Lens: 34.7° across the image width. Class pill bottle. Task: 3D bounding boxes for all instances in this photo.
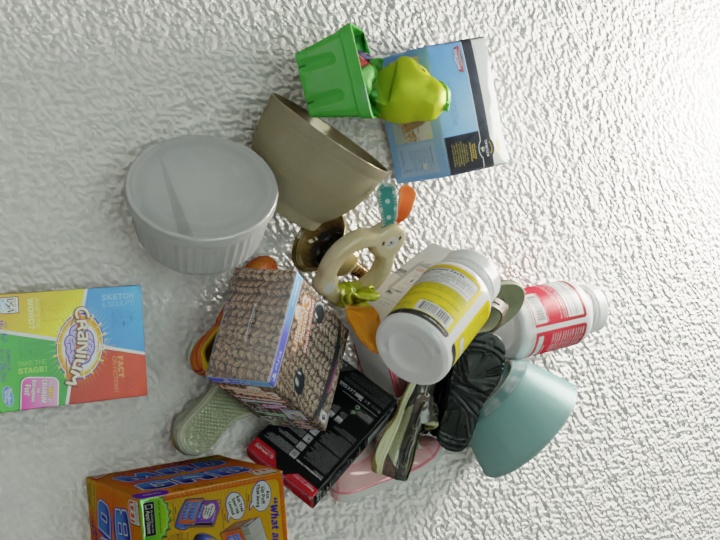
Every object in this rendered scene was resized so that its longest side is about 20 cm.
[{"bbox_3d":[0.115,0.060,1.617,0.200,0.114,0.114,-46,113,-45],"label":"pill bottle"},{"bbox_3d":[0.310,0.078,1.908,0.200,0.112,0.113,-10,94,-32],"label":"pill bottle"}]

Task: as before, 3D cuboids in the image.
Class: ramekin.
[{"bbox_3d":[-0.216,-0.082,1.547,0.202,0.094,0.203,6,48,-7],"label":"ramekin"}]

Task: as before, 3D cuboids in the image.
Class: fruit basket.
[{"bbox_3d":[0.024,-0.278,1.660,0.215,0.215,0.156,-17,98,-31],"label":"fruit basket"}]

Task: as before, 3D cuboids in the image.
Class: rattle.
[{"bbox_3d":[0.036,-0.010,1.616,0.200,0.143,0.130,-45,125,6],"label":"rattle"}]

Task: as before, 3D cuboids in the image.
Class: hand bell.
[{"bbox_3d":[0.000,0.000,1.745,0.200,0.104,0.104,35,71,-39],"label":"hand bell"}]

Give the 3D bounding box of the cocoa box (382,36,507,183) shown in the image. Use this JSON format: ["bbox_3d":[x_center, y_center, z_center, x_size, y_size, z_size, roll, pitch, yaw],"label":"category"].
[{"bbox_3d":[0.123,-0.246,1.782,0.131,0.133,0.201,-16,98,-37],"label":"cocoa box"}]

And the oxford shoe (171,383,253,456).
[{"bbox_3d":[-0.197,0.192,1.625,0.200,0.058,0.075,-43,104,-41],"label":"oxford shoe"}]

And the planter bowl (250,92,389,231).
[{"bbox_3d":[-0.079,-0.143,1.642,0.200,0.200,0.135,30,101,-28],"label":"planter bowl"}]

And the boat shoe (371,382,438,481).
[{"bbox_3d":[0.084,0.216,1.692,0.066,0.072,0.201,24,74,15],"label":"boat shoe"}]

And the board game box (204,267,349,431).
[{"bbox_3d":[-0.109,0.111,1.583,0.200,0.097,0.160,51,47,-57],"label":"board game box"}]

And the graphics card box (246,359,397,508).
[{"bbox_3d":[-0.054,0.231,1.675,0.125,0.051,0.200,34,65,18],"label":"graphics card box"}]

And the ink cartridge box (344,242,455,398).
[{"bbox_3d":[0.086,0.075,1.761,0.200,0.083,0.147,-37,129,-28],"label":"ink cartridge box"}]

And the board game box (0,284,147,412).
[{"bbox_3d":[-0.384,0.099,1.515,0.200,0.040,0.153,-4,91,-32],"label":"board game box"}]

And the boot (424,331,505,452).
[{"bbox_3d":[0.152,0.174,1.756,0.073,0.162,0.199,18,97,-7],"label":"boot"}]

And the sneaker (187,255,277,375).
[{"bbox_3d":[-0.167,0.067,1.631,0.073,0.077,0.200,37,69,-24],"label":"sneaker"}]

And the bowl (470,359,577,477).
[{"bbox_3d":[0.234,0.219,1.820,0.105,0.201,0.201,44,67,-9],"label":"bowl"}]

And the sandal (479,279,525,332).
[{"bbox_3d":[0.182,0.074,1.751,0.201,0.057,0.080,-21,119,-37],"label":"sandal"}]

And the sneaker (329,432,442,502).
[{"bbox_3d":[0.037,0.269,1.748,0.200,0.075,0.105,-18,109,-27],"label":"sneaker"}]

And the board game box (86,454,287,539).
[{"bbox_3d":[-0.226,0.366,1.512,0.199,0.200,0.201,-5,91,-32],"label":"board game box"}]
